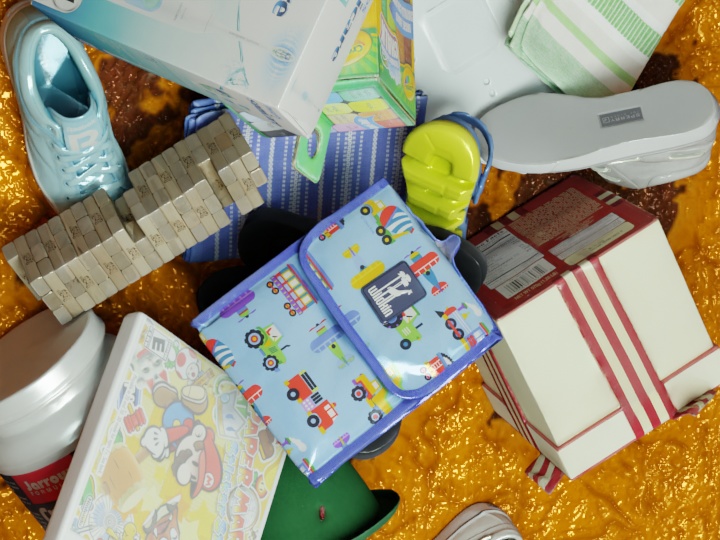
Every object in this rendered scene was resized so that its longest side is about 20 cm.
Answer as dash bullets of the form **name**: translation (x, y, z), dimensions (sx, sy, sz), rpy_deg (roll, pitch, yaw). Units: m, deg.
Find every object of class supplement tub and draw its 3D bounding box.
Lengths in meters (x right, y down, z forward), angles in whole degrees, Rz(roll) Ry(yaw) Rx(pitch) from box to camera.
- **supplement tub**: translation (-0.204, 0.140, 1.366), dimensions (0.140, 0.140, 0.201), rpy_deg (-36, 114, -6)

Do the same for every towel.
- **towel**: translation (0.212, -0.233, 1.444), dimensions (0.152, 0.023, 0.201), rpy_deg (33, 88, -40)
- **towel**: translation (-0.045, -0.074, 1.404), dimensions (0.198, 0.024, 0.146), rpy_deg (-5, 123, -16)

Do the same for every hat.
- **hat**: translation (-0.067, 0.134, 1.430), dimensions (0.165, 0.200, 0.177), rpy_deg (-16, 98, 25)

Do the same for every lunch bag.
- **lunch bag**: translation (-0.002, 0.041, 1.319), dimensions (0.200, 0.094, 0.151), rpy_deg (-38, 84, -5)

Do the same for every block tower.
- **block tower**: translation (-0.166, -0.037, 1.327), dimensions (0.199, 0.058, 0.054), rpy_deg (-31, 137, -2)

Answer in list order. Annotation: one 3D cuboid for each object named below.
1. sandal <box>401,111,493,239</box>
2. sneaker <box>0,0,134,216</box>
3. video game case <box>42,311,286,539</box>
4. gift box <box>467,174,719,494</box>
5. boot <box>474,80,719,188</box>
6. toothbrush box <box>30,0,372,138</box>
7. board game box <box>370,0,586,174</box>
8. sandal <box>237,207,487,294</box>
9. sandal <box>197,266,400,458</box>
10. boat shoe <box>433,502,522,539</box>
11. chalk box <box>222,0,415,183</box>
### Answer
- **sandal**: translation (0.062, -0.049, 1.412), dimensions (0.079, 0.087, 0.201), rpy_deg (26, 129, 7)
- **sneaker**: translation (-0.218, -0.102, 1.321), dimensions (0.074, 0.082, 0.201), rpy_deg (-26, 114, -10)
- **video game case**: translation (-0.138, 0.162, 1.313), dimensions (0.182, 0.023, 0.201), rpy_deg (39, 55, -37)
- **gift box**: translation (0.181, 0.060, 1.451), dimensions (0.184, 0.200, 0.187), rpy_deg (-30, 115, -3)
- **boot**: translation (0.195, -0.097, 1.448), dimensions (0.198, 0.074, 0.096), rpy_deg (-5, 150, 6)
- **toothbrush box**: translation (-0.099, -0.199, 1.201), dimensions (0.199, 0.085, 0.147), rpy_deg (25, 87, 16)
- **board game box**: translation (0.079, -0.197, 1.429), dimensions (0.199, 0.026, 0.201), rpy_deg (13, 102, -22)
- **sandal**: translation (0.000, 0.000, 1.380), dimensions (0.199, 0.043, 0.077), rpy_deg (7, 127, 9)
- **sandal**: translation (-0.045, 0.063, 1.392), dimensions (0.200, 0.043, 0.076), rpy_deg (39, 70, 14)
- **boat shoe**: translation (0.066, 0.294, 1.548), dimensions (0.200, 0.066, 0.072), rpy_deg (-42, 115, -4)
- **chalk box**: translation (-0.030, -0.168, 1.286), dimensions (0.123, 0.124, 0.202), rpy_deg (-5, 80, 13)
